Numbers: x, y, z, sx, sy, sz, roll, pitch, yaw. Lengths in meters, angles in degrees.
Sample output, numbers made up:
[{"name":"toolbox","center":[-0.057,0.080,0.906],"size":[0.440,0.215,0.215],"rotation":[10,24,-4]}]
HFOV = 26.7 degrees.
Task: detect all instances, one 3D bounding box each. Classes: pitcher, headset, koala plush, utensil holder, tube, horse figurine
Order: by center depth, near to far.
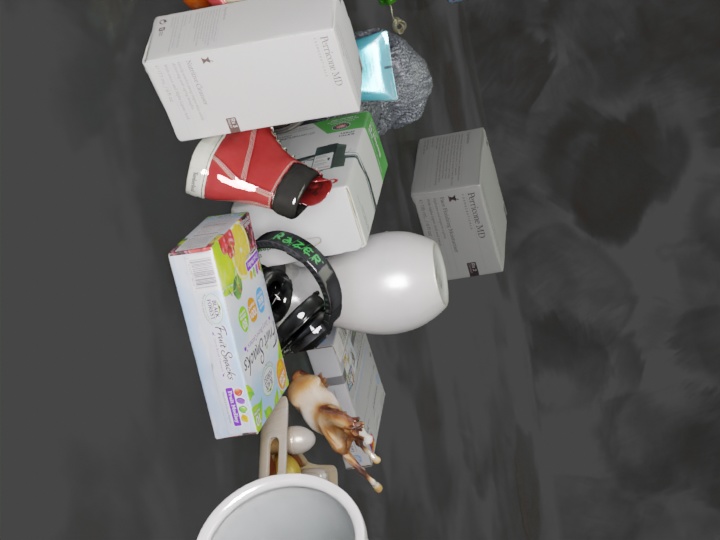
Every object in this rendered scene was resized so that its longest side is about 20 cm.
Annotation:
[{"name":"utensil holder","center":[-0.054,0.324,1.487],"size":[0.200,0.169,0.171],"rotation":[69,18,-45]},{"name":"headset","center":[-0.077,0.037,1.682],"size":[0.094,0.123,0.201],"rotation":[-42,157,-43]},{"name":"horse figurine","center":[-0.033,0.165,1.706],"size":[0.133,0.050,0.200],"rotation":[53,-5,-40]},{"name":"tube","center":[-0.060,-0.218,1.725],"size":[0.050,0.199,0.078],"rotation":[-57,138,-68]},{"name":"pitcher","center":[0.000,0.000,1.834],"size":[0.121,0.199,0.172],"rotation":[62,23,-54]},{"name":"koala plush","center":[-0.013,-0.221,2.018],"size":[0.200,0.183,0.178],"rotation":[-53,133,-55]}]

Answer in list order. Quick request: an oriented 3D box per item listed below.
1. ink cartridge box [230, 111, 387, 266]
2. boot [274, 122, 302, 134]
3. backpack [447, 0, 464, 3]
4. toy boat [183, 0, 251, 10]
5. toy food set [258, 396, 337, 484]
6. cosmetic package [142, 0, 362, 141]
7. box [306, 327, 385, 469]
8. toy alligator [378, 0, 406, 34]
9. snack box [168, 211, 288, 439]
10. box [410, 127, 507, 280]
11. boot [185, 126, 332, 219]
[{"name":"ink cartridge box","center":[-0.057,-0.096,1.772],"size":[0.200,0.146,0.083],"rotation":[-77,153,-58]},{"name":"boot","center":[-0.122,-0.281,1.824],"size":[0.174,0.069,0.201],"rotation":[57,24,-48]},{"name":"backpack","center":[0.225,-0.673,3.284],"size":[0.200,0.134,0.184],"rotation":[-50,129,-68]},{"name":"toy boat","center":[-0.151,-0.324,1.611],"size":[0.130,0.131,0.200],"rotation":[-31,79,-42]},{"name":"toy food set","center":[-0.063,0.249,1.713],"size":[0.200,0.060,0.144],"rotation":[60,25,-55]},{"name":"cosmetic package","center":[-0.105,-0.210,1.538],"size":[0.081,0.199,0.113],"rotation":[-84,160,-44]},{"name":"box","center":[-0.017,0.135,2.009],"size":[0.156,0.041,0.201],"rotation":[-77,154,-55]},{"name":"toy alligator","center":[0.030,-0.493,2.565],"size":[0.054,0.059,0.201],"rotation":[35,-28,48]},{"name":"snack box","center":[-0.133,0.054,1.569],"size":[0.142,0.053,0.201],"rotation":[-54,134,-69]},{"name":"box","center":[0.184,-0.121,2.782],"size":[0.200,0.130,0.200],"rotation":[-79,156,-54]},{"name":"boot","center":[-0.093,-0.125,1.624],"size":[0.200,0.143,0.073],"rotation":[-74,178,-54]}]
